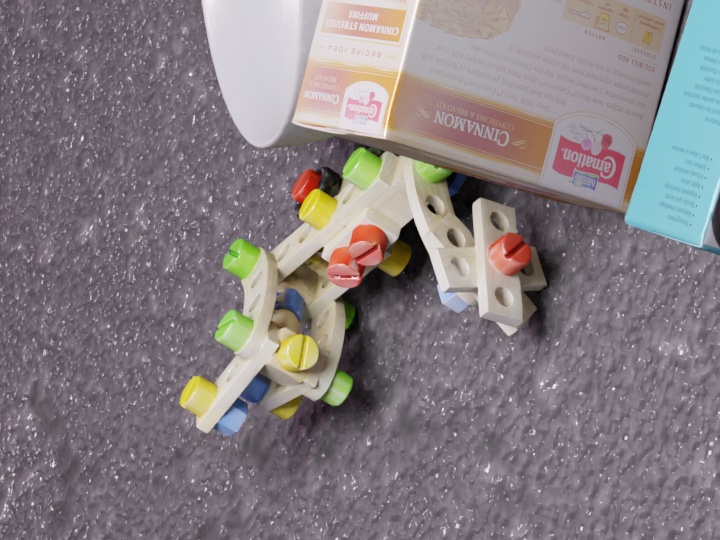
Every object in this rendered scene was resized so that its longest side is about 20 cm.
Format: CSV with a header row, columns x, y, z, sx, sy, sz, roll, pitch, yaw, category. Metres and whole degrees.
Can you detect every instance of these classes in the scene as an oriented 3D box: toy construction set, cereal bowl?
x,y,z,sx,sy,sz,roll,pitch,yaw,category
0.000,0.000,1.280,0.200,0.092,0.131,-23,36,37,toy construction set
-0.019,-0.159,1.273,0.200,0.083,0.201,175,90,-74,cereal bowl

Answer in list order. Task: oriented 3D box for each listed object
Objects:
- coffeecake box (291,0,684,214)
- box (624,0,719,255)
x,y,z,sx,sy,sz,roll,pitch,yaw,category
0.071,-0.141,1.185,0.073,0.153,0.201,13,89,52,coffeecake box
0.182,-0.101,1.092,0.049,0.082,0.201,21,96,51,box
